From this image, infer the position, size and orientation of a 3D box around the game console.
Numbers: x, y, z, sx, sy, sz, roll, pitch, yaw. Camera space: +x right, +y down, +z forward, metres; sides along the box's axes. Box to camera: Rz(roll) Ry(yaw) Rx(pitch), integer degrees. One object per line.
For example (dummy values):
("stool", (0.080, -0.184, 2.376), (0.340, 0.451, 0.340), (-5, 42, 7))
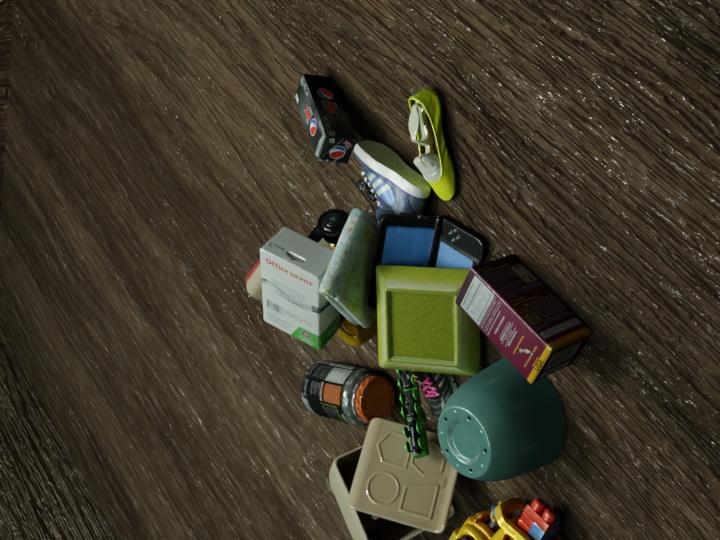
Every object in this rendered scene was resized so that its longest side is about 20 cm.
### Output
("game console", (0.121, 0.010, 1.615), (0.172, 0.118, 0.203), (35, 127, 39))

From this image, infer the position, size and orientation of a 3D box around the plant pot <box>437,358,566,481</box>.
("plant pot", (0.231, 0.274, 1.533), (0.199, 0.159, 0.204), (21, 119, 45))

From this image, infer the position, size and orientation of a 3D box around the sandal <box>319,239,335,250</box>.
("sandal", (-0.056, -0.052, 1.858), (0.198, 0.054, 0.082), (-15, 91, 46))

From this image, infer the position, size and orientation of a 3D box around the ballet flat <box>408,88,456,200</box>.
("ballet flat", (0.121, -0.222, 1.576), (0.066, 0.066, 0.204), (-2, 101, 50))

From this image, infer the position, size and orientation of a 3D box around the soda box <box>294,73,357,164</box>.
("soda box", (-0.071, -0.302, 1.738), (0.064, 0.070, 0.202), (117, 145, -41))

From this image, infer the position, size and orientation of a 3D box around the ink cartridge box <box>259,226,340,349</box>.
("ink cartridge box", (-0.114, 0.035, 1.707), (0.145, 0.083, 0.202), (27, 139, 22))

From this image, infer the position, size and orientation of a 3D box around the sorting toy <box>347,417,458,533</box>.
("sorting toy", (0.090, 0.397, 1.706), (0.197, 0.187, 0.037), (11, 153, 15))

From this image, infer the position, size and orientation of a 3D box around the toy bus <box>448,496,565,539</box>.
("toy bus", (0.279, 0.479, 1.581), (0.199, 0.134, 0.195), (37, 115, 41))

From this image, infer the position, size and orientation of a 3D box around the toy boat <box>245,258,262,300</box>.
("toy boat", (-0.182, -0.010, 2.000), (0.200, 0.129, 0.133), (-44, 35, 51))

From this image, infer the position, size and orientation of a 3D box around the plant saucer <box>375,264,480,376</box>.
("plant saucer", (0.117, 0.098, 1.599), (0.196, 0.048, 0.204), (3, 105, 19))

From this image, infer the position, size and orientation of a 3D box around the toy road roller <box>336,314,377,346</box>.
("toy road roller", (-0.036, 0.077, 1.833), (0.198, 0.122, 0.148), (-6, 109, 51))

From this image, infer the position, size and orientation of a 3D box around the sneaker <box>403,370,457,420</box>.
("sneaker", (0.127, 0.201, 1.695), (0.073, 0.087, 0.203), (-9, 96, 51))

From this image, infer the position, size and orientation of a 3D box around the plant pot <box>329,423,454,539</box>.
("plant pot", (0.042, 0.461, 1.818), (0.202, 0.197, 0.177), (65, 154, 12))

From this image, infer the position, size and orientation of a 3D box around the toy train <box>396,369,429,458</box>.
("toy train", (0.104, 0.271, 1.722), (0.041, 0.056, 0.203), (-19, 54, 21))

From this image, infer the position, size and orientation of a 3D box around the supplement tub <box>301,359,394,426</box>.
("supplement tub", (-0.027, 0.262, 1.878), (0.198, 0.121, 0.125), (5, 106, 50))

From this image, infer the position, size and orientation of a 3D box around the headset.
("headset", (-0.043, -0.086, 1.755), (0.200, 0.123, 0.094), (-46, 58, 6))

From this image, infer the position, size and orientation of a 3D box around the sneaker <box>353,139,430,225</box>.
("sneaker", (0.042, -0.143, 1.689), (0.200, 0.080, 0.148), (40, 126, 29))

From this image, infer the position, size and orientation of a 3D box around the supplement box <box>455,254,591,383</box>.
("supplement box", (0.267, 0.076, 1.462), (0.200, 0.109, 0.086), (48, 135, 30))

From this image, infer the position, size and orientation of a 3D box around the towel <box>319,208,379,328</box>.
("towel", (0.000, 0.000, 1.664), (0.047, 0.200, 0.174), (12, 72, 27))
